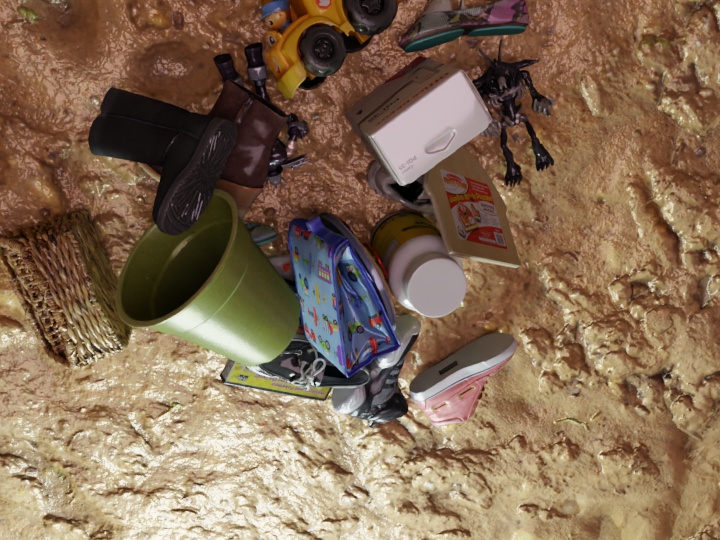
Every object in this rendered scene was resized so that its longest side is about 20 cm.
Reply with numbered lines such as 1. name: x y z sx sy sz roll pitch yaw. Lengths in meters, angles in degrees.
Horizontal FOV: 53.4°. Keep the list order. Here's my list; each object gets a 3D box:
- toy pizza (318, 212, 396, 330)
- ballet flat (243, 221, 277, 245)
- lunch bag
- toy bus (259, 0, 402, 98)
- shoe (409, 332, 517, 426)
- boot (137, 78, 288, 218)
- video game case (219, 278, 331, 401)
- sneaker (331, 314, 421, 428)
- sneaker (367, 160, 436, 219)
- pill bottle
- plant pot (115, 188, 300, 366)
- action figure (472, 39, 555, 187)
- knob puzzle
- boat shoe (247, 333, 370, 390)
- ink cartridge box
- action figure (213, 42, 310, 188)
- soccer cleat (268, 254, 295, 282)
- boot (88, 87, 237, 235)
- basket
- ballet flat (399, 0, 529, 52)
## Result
1. toy pizza: 0.000 0.000 1.041 0.032 0.200 0.201 -31 114 -14
2. ballet flat: -0.222 -0.043 1.052 0.198 0.074 0.075 -22 113 -6
3. lunch bag: -0.042 0.019 0.991 0.094 0.150 0.202 -27 117 -18
4. toy bus: -0.067 -0.351 0.921 0.200 0.136 0.192 -44 105 -9
5. shoe: 0.187 0.187 1.216 0.199 0.072 0.091 -30 114 7
6. boot: -0.204 -0.181 0.965 0.199 0.072 0.167 30 112 9
7. video game case: -0.096 0.112 1.120 0.199 0.025 0.182 18 106 -38
8. sneaker: 0.049 0.171 1.182 0.114 0.076 0.200 38 95 -30
9. sneaker: 0.109 -0.112 1.083 0.198 0.081 0.076 14 105 -17
10. pill bottle: 0.085 -0.010 1.049 0.111 0.200 0.114 -4 111 -11
11. plant pot: -0.180 0.031 0.938 0.200 0.200 0.190 -40 132 5
12. action figure: 0.225 -0.231 1.051 0.118 0.102 0.201 -21 115 10
13. knob puzzle: 0.149 -0.103 1.044 0.030 0.221 0.220 -28 118 38
14. boat shoe: -0.077 0.147 1.084 0.198 0.068 0.074 16 107 -30
15. ink cartridge box: 0.072 -0.209 0.972 0.146 0.200 0.083 -35 113 3
16. action figure: -0.141 -0.209 1.006 0.129 0.069 0.202 -19 116 -11
17. soccer cleat: -0.164 0.007 1.082 0.198 0.078 0.070 -13 125 -27
18. boot: -0.273 -0.142 0.908 0.166 0.198 0.066 -62 156 -18
19. basket: -0.424 0.039 0.997 0.148 0.143 0.202 -17 112 -5
20. ballet flat: 0.143 -0.358 1.011 0.198 0.069 0.072 -13 94 -11
